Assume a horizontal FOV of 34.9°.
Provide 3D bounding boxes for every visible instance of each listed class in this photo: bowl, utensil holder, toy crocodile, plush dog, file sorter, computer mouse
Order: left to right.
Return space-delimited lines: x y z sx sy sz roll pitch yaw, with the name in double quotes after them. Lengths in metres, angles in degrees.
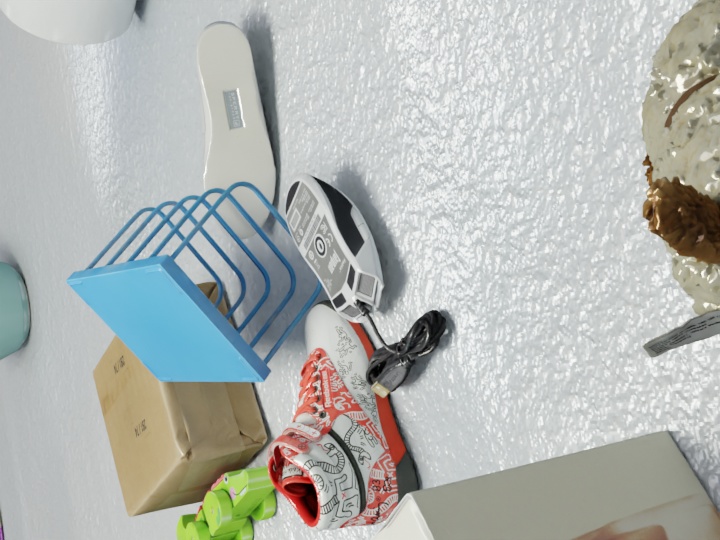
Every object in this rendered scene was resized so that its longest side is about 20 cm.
-0.607 0.065 1.871 0.200 0.103 0.205 16 109 56 "bowl"
-0.312 -0.375 1.252 0.171 0.167 0.202 56 141 35 "utensil holder"
-0.149 0.010 1.051 0.139 0.123 0.199 50 150 -23 "file sorter"
-0.140 0.248 1.190 0.201 0.067 0.063 -55 51 48 "toy crocodile"
0.000 0.000 0.943 0.202 0.043 0.110 60 147 23 "computer mouse"
0.187 -0.060 0.555 0.174 0.158 0.202 -96 22 -45 "plush dog"

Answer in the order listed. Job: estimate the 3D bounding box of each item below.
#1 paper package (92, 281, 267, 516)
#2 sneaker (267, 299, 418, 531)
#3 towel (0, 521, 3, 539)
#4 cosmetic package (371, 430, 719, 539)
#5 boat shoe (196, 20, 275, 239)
-0.199 0.142 1.233 0.200 0.102 0.193 -49 54 51 "paper package"
-0.034 0.118 0.955 0.067 0.106 0.204 -52 53 49 "sneaker"
-0.721 0.500 2.220 0.143 0.022 0.204 -14 84 57 "towel"
0.105 0.170 0.656 0.088 0.197 0.104 62 142 31 "cosmetic package"
-0.125 -0.135 1.097 0.069 0.071 0.204 -112 11 -76 "boat shoe"
